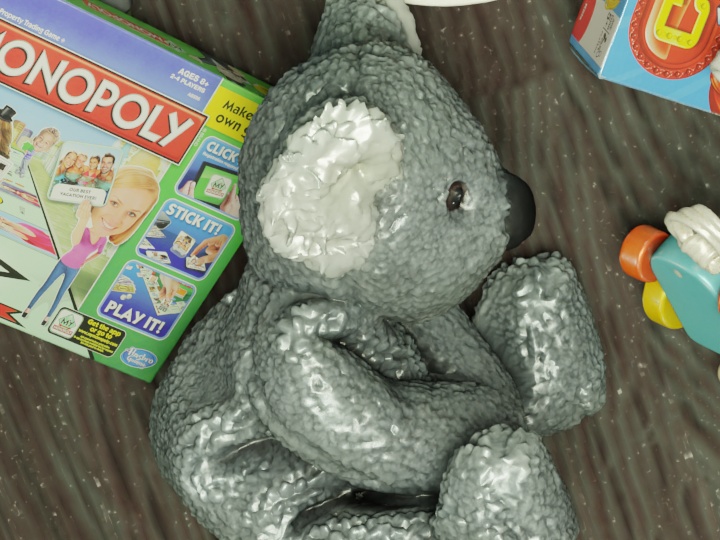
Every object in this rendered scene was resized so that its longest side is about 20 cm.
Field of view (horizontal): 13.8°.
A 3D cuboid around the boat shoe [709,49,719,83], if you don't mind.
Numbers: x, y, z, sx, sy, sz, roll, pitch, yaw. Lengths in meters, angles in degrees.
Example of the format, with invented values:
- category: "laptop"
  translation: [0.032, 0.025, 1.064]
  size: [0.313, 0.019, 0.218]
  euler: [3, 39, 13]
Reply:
- category: "boat shoe"
  translation: [0.203, -0.017, 1.142]
  size: [0.065, 0.074, 0.201]
  euler: [-36, 100, -5]

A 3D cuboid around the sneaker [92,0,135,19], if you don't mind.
- category: "sneaker"
  translation: [-0.182, -0.083, 1.213]
  size: [0.199, 0.074, 0.081]
  euler: [-19, 106, 9]

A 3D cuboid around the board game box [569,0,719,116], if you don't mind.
- category: "board game box"
  translation: [0.209, -0.145, 1.166]
  size: [0.195, 0.056, 0.201]
  euler: [16, 106, -14]

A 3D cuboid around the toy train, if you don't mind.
- category: "toy train"
  translation: [0.198, 0.036, 1.198]
  size: [0.200, 0.150, 0.056]
  euler: [45, 73, -4]

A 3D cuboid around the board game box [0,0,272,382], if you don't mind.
- category: "board game box"
  translation: [-0.131, -0.046, 1.192]
  size: [0.199, 0.029, 0.135]
  euler: [24, 108, -35]

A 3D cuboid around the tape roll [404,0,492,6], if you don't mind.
- category: "tape roll"
  translation: [0.034, -0.208, 1.187]
  size: [0.201, 0.037, 0.204]
  euler: [1, 104, 3]

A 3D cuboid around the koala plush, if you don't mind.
- category: "koala plush"
  translation: [0.000, 0.000, 1.163]
  size: [0.182, 0.178, 0.201]
  euler: [2, 120, 9]
